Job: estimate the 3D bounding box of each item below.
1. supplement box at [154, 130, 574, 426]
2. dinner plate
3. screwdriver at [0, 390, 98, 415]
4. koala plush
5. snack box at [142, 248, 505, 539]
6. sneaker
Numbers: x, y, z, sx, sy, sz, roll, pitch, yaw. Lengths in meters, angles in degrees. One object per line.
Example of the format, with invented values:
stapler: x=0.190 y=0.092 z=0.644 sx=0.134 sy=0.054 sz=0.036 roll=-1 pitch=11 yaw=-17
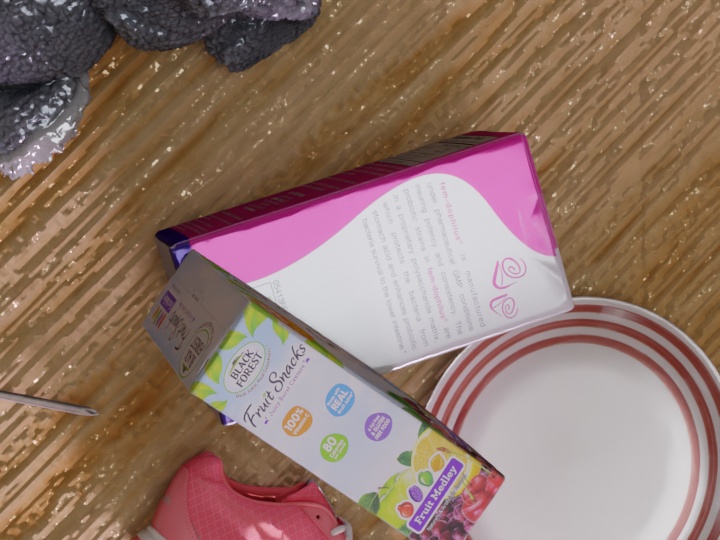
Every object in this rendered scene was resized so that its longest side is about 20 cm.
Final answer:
supplement box: x=0.000 y=0.000 z=1.176 sx=0.199 sy=0.103 sz=0.102 roll=-17 pitch=98 yaw=-9
dinner plate: x=0.124 y=0.114 z=1.252 sx=0.199 sy=0.024 sz=0.202 roll=-1 pitch=94 yaw=-12
screwdriver: x=-0.240 y=0.061 z=1.168 sx=0.199 sy=0.028 sz=0.029 roll=16 pitch=122 yaw=-14
koala plush: x=-0.140 y=-0.158 z=1.109 sx=0.199 sy=0.184 sz=0.178 roll=-26 pitch=99 yaw=3
snack box: x=-0.024 y=0.058 z=1.022 sx=0.142 sy=0.200 sz=0.053 roll=34 pitch=89 yaw=-14
sneaker: x=-0.024 y=0.164 z=1.199 sx=0.199 sy=0.074 sz=0.087 roll=24 pitch=88 yaw=-13
